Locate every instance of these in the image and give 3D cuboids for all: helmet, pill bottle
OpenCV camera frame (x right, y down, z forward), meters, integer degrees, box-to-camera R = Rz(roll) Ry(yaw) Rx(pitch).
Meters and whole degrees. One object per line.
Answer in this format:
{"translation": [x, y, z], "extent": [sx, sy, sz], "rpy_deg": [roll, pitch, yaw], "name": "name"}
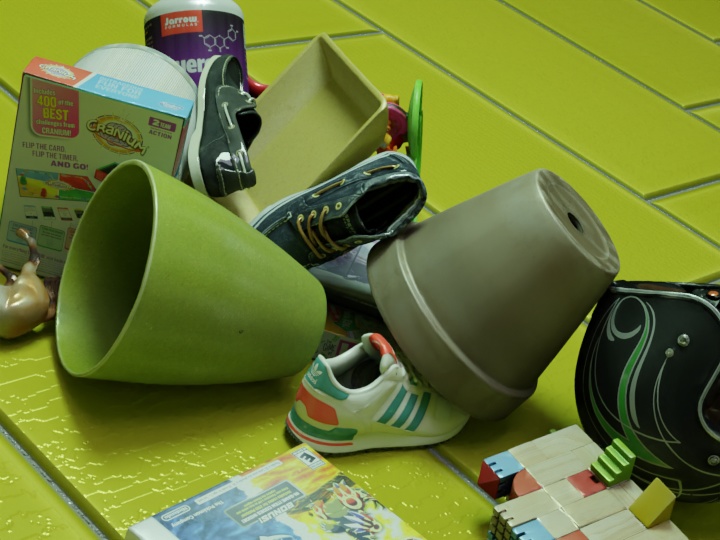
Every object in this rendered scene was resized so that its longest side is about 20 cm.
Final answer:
{"translation": [0.291, 0.110, 1.365], "extent": [0.198, 0.193, 0.200], "rpy_deg": [2, 4, 0], "name": "helmet"}
{"translation": [-0.180, -0.226, 1.667], "extent": [0.111, 0.202, 0.112], "rpy_deg": [-5, -7, -1], "name": "pill bottle"}

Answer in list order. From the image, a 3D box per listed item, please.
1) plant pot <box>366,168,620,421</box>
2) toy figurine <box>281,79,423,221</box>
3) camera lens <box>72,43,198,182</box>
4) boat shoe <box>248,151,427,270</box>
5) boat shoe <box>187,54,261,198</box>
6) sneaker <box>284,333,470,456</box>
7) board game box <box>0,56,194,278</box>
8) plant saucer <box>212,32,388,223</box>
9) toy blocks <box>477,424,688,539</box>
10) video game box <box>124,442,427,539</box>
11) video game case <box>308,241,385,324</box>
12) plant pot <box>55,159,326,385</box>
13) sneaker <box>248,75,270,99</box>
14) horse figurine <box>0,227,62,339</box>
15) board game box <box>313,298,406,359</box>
{"translation": [0.133, 0.007, 1.372], "extent": [0.200, 0.173, 0.201], "rpy_deg": [40, 26, -25], "name": "plant pot"}
{"translation": [-0.027, -0.124, 1.631], "extent": [0.182, 0.201, 0.151], "rpy_deg": [4, 50, 4], "name": "toy figurine"}
{"translation": [-0.246, -0.124, 1.509], "extent": [0.159, 0.161, 0.200], "rpy_deg": [16, 29, -1], "name": "camera lens"}
{"translation": [-0.031, -0.042, 1.389], "extent": [0.071, 0.199, 0.091], "rpy_deg": [57, 2, -16], "name": "boat shoe"}
{"translation": [-0.129, -0.148, 1.531], "extent": [0.067, 0.072, 0.201], "rpy_deg": [-12, 42, 11], "name": "boat shoe"}
{"translation": [0.030, 0.102, 1.337], "extent": [0.198, 0.094, 0.070], "rpy_deg": [-5, 35, -33], "name": "sneaker"}
{"translation": [-0.246, -0.079, 1.392], "extent": [0.152, 0.201, 0.040], "rpy_deg": [16, 29, -3], "name": "board game box"}
{"translation": [-0.061, -0.120, 1.518], "extent": [0.048, 0.200, 0.200], "rpy_deg": [40, 8, -34], "name": "plant saucer"}
{"translation": [0.165, 0.210, 1.242], "extent": [0.136, 0.101, 0.200], "rpy_deg": [-16, 42, -27], "name": "toy blocks"}
{"translation": [-0.048, 0.224, 1.136], "extent": [0.182, 0.047, 0.199], "rpy_deg": [36, 34, 26], "name": "video game box"}
{"translation": [0.000, 0.000, 1.503], "extent": [0.198, 0.019, 0.143], "rpy_deg": [18, 29, 4], "name": "video game case"}
{"translation": [-0.135, 0.023, 1.322], "extent": [0.199, 0.188, 0.188], "rpy_deg": [18, 25, -30], "name": "plant pot"}
{"translation": [-0.090, -0.168, 1.730], "extent": [0.199, 0.091, 0.078], "rpy_deg": [30, 27, 3], "name": "sneaker"}
{"translation": [-0.333, 0.020, 1.323], "extent": [0.199, 0.050, 0.133], "rpy_deg": [1, 45, -37], "name": "horse figurine"}
{"translation": [0.018, 0.035, 1.506], "extent": [0.133, 0.034, 0.200], "rpy_deg": [15, 29, -3], "name": "board game box"}
